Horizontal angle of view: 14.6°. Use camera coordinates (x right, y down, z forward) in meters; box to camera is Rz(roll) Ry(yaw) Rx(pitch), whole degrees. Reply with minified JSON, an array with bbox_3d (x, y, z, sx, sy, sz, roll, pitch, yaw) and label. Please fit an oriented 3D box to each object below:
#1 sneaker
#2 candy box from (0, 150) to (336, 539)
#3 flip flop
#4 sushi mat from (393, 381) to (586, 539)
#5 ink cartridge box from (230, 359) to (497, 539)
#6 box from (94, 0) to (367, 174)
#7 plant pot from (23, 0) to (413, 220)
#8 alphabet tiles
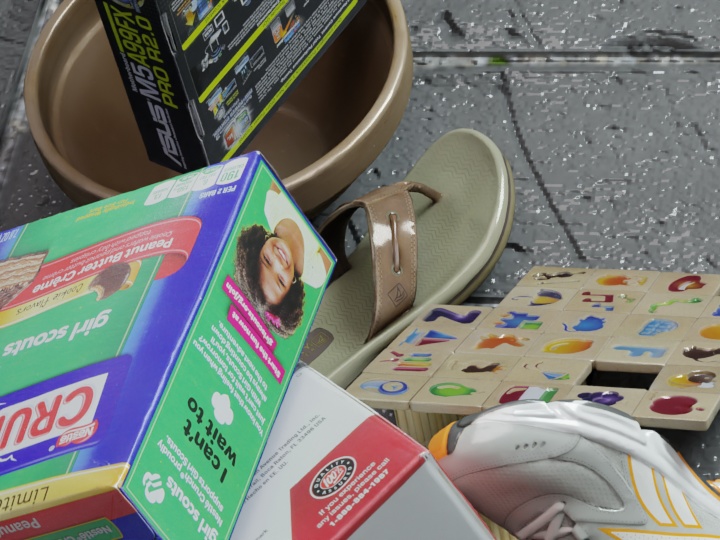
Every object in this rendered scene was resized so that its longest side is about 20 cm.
[{"bbox_3d":[0.115,0.123,1.205,0.199,0.076,0.092,23,59,-22],"label":"sneaker"},{"bbox_3d":[-0.118,0.059,1.205,0.168,0.077,0.201,-16,38,32],"label":"candy box"},{"bbox_3d":[0.000,0.000,1.388,0.200,0.058,0.081,-43,41,-17],"label":"flip flop"},{"bbox_3d":[0.071,0.105,1.321,0.095,0.012,0.201,-14,49,3],"label":"sushi mat"},{"bbox_3d":[-0.051,0.116,1.219,0.144,0.084,0.200,-43,34,-10],"label":"ink cartridge box"},{"bbox_3d":[-0.046,-0.165,1.353,0.044,0.161,0.200,24,61,27],"label":"box"},{"bbox_3d":[-0.066,-0.079,1.452,0.200,0.093,0.202,-7,49,8],"label":"plant pot"},{"bbox_3d":[0.100,0.032,1.304,0.166,0.008,0.200,3,18,19],"label":"alphabet tiles"}]
